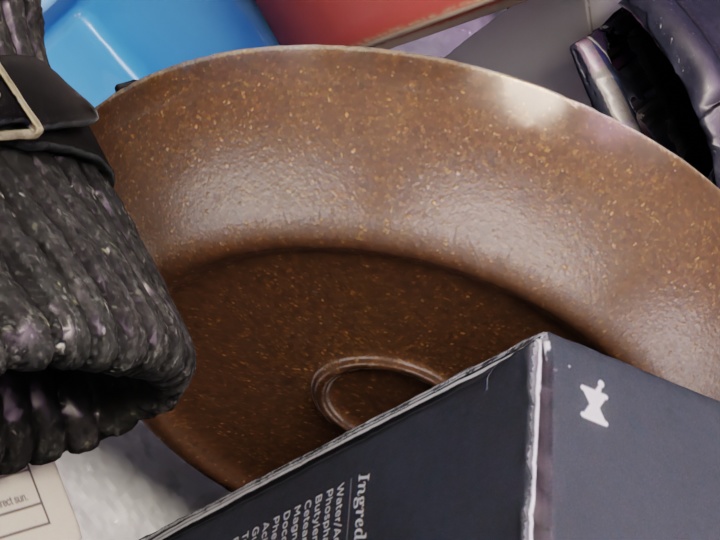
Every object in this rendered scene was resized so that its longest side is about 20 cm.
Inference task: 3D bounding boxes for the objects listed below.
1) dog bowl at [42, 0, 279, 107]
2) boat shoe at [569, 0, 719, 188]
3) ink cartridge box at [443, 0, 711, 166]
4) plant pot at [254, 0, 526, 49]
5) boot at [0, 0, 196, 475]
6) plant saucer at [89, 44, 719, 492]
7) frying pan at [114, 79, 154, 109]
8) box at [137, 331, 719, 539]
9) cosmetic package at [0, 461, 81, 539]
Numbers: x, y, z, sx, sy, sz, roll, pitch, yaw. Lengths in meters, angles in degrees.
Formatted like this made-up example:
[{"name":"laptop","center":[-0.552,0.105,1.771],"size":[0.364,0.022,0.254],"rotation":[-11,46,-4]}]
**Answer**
[{"name":"dog bowl","center":[-0.092,-0.076,0.835],"size":[0.200,0.050,0.111],"rotation":[49,46,-9]},{"name":"boat shoe","center":[0.137,-0.008,0.872],"size":[0.093,0.075,0.200],"rotation":[-22,75,-38]},{"name":"ink cartridge box","center":[0.109,0.021,0.933],"size":[0.147,0.086,0.200],"rotation":[15,58,-34]},{"name":"plant pot","center":[0.018,-0.160,0.834],"size":[0.200,0.200,0.178],"rotation":[-22,94,-45]},{"name":"boot","center":[-0.133,-0.031,0.646],"size":[0.211,0.079,0.158],"rotation":[-2,68,-44]},{"name":"plant saucer","center":[0.011,0.021,0.753],"size":[0.200,0.200,0.037],"rotation":[33,51,-24]},{"name":"frying pan","center":[0.016,0.004,0.786],"size":[0.190,0.115,0.031],"rotation":[42,63,-65]},{"name":"box","center":[0.056,0.127,0.752],"size":[0.200,0.197,0.124],"rotation":[22,55,-31]},{"name":"cosmetic package","center":[-0.158,-0.004,0.724],"size":[0.103,0.073,0.200],"rotation":[-12,76,-44]}]
